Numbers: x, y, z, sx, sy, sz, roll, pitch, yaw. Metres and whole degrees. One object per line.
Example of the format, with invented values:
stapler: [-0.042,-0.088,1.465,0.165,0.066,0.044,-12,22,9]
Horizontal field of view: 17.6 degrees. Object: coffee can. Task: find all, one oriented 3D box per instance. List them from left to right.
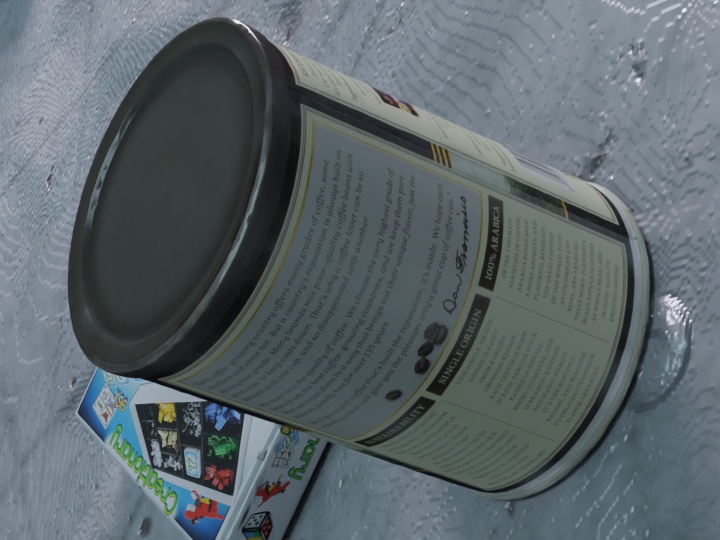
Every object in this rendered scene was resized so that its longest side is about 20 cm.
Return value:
coffee can: [0.000,0.000,0.963,0.146,0.199,0.147,-33,46,43]

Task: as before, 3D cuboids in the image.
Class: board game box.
board game box: [-0.077,0.060,1.200,0.200,0.034,0.127,36,103,57]
